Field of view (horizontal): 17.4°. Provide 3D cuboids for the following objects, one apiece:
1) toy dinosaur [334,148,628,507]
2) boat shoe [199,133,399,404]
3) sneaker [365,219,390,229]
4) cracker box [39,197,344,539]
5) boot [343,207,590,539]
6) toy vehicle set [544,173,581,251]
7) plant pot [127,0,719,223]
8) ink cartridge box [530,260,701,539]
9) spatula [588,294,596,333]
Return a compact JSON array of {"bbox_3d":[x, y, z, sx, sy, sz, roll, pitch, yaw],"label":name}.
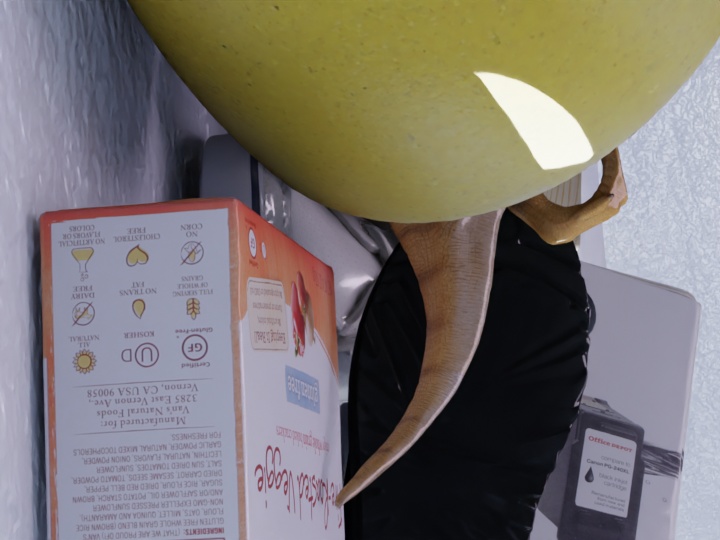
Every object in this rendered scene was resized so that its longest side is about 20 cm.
[{"bbox_3d":[0.029,-0.024,0.723,0.060,0.106,0.200,78,1,-67],"label":"toy dinosaur"},{"bbox_3d":[0.000,0.005,0.834,0.202,0.086,0.075,65,23,-67],"label":"boat shoe"},{"bbox_3d":[0.016,-0.072,0.859,0.200,0.073,0.085,126,-13,-65],"label":"sneaker"},{"bbox_3d":[-0.040,0.089,0.647,0.134,0.058,0.200,36,51,-78],"label":"cracker box"},{"bbox_3d":[0.019,0.084,0.796,0.162,0.073,0.199,124,-26,-75],"label":"boot"},{"bbox_3d":[0.041,0.021,0.975,0.124,0.026,0.200,-83,-166,-52],"label":"toy vehicle set"},{"bbox_3d":[-0.003,-0.131,0.644,0.142,0.200,0.200,31,53,-52],"label":"plant pot"},{"bbox_3d":[0.069,0.112,0.980,0.145,0.083,0.200,122,-16,-54],"label":"ink cartridge box"},{"bbox_3d":[0.026,-0.028,0.801,0.200,0.021,0.057,40,73,-43],"label":"spatula"}]
